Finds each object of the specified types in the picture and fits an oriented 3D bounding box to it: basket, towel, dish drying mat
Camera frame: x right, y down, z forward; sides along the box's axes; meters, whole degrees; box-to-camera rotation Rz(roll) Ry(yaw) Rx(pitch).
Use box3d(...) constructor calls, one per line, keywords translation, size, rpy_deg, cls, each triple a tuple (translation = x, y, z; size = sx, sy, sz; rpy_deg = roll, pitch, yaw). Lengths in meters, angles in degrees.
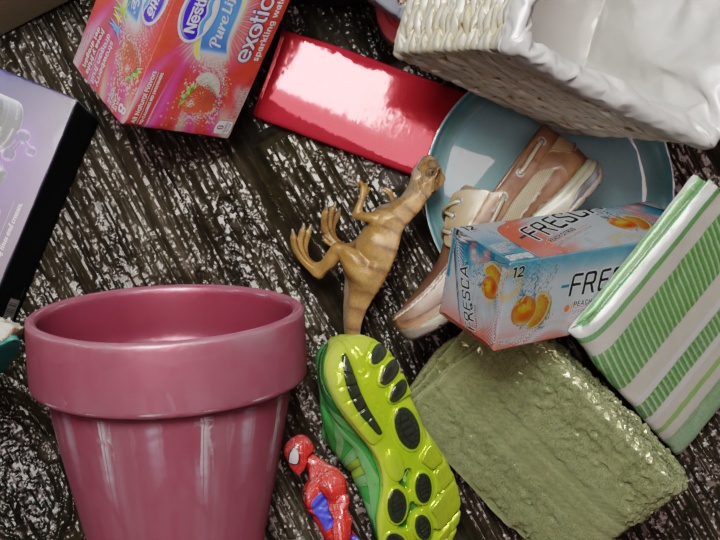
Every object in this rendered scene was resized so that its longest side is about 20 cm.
box3d(translation=(0.156, -0.208, 0.885), size=(0.198, 0.161, 0.201), rpy_deg=(18, 88, -32), cls="basket")
box3d(translation=(0.133, 0.125, 0.961), size=(0.200, 0.036, 0.148), rpy_deg=(44, 125, 5), cls="towel")
box3d(translation=(0.241, 0.037, 0.943), size=(0.153, 0.200, 0.023), rpy_deg=(-51, 45, -3), cls="towel")
box3d(translation=(0.019, -0.125, 1.026), size=(0.199, 0.018, 0.077), rpy_deg=(20, 88, 0), cls="dish drying mat")

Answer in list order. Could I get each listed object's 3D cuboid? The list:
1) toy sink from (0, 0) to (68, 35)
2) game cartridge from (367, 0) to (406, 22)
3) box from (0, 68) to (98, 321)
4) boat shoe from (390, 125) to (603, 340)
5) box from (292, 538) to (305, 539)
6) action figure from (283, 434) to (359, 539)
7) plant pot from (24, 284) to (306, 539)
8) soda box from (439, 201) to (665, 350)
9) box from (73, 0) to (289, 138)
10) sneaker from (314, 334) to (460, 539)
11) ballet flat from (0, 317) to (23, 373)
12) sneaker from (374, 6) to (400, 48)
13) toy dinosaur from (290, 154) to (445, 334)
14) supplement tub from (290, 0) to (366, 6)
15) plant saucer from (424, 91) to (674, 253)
box3d(translation=(-0.240, -0.290, 0.993), size=(0.199, 0.112, 0.131), rpy_deg=(-28, 85, 2), cls="toy sink")
box3d(translation=(0.087, -0.237, 0.970), size=(0.199, 0.040, 0.134), rpy_deg=(12, 102, -33), cls="game cartridge")
box3d(translation=(-0.311, -0.058, 0.988), size=(0.141, 0.079, 0.201), rpy_deg=(21, 85, 4), cls="box")
box3d(translation=(0.091, -0.029, 0.958), size=(0.200, 0.076, 0.072), rpy_deg=(-43, 90, -13), cls="boat shoe")
box3d(translation=(-0.138, 0.259, 0.945), size=(0.199, 0.095, 0.103), rpy_deg=(-1, 89, -1), cls="box")
box3d(translation=(-0.010, 0.218, 0.969), size=(0.051, 0.065, 0.201), rpy_deg=(-21, 86, -10), cls="action figure")
box3d(translation=(-0.136, 0.115, 0.924), size=(0.199, 0.200, 0.180), rpy_deg=(-1, 100, -1), cls="plant pot")
box3d(translation=(0.154, 0.000, 0.911), size=(0.199, 0.064, 0.069), rpy_deg=(-9, 119, -35), cls="soda box")
box3d(translation=(-0.119, -0.207, 0.936), size=(0.096, 0.099, 0.200), rpy_deg=(49, 122, 37), cls="box")
box3d(translation=(0.019, 0.137, 0.976), size=(0.074, 0.084, 0.201), rpy_deg=(-22, 103, -17), cls="sneaker")
box3d(translation=(-0.307, 0.074, 0.927), size=(0.072, 0.200, 0.072), rpy_deg=(20, 50, -25), cls="ballet flat")
box3d(translation=(0.059, -0.272, 1.006), size=(0.073, 0.087, 0.201), rpy_deg=(20, 85, 2), cls="sneaker")
box3d(translation=(0.000, 0.000, 0.985), size=(0.106, 0.060, 0.201), rpy_deg=(28, 107, 26), cls="toy dinosaur")
box3d(translation=(-0.025, -0.317, 1.000), size=(0.106, 0.107, 0.201), rpy_deg=(4, 84, 0), cls="supplement tub")
box3d(translation=(0.147, -0.063, 1.007), size=(0.199, 0.027, 0.201), rpy_deg=(0, 91, -5), cls="plant saucer")
